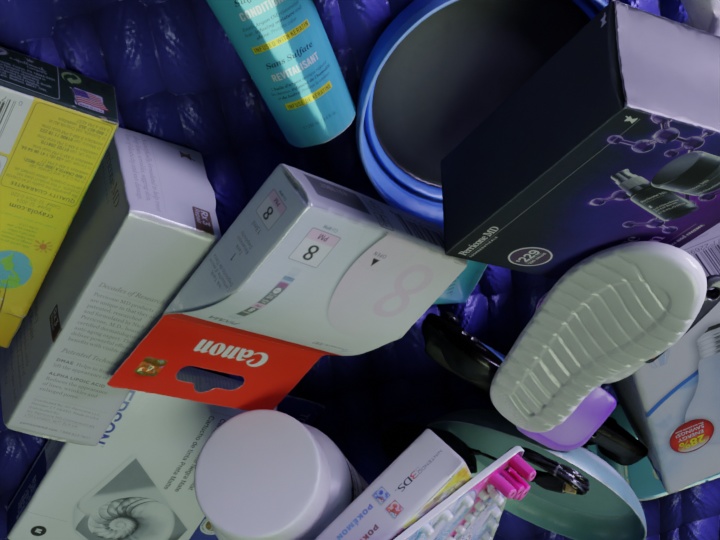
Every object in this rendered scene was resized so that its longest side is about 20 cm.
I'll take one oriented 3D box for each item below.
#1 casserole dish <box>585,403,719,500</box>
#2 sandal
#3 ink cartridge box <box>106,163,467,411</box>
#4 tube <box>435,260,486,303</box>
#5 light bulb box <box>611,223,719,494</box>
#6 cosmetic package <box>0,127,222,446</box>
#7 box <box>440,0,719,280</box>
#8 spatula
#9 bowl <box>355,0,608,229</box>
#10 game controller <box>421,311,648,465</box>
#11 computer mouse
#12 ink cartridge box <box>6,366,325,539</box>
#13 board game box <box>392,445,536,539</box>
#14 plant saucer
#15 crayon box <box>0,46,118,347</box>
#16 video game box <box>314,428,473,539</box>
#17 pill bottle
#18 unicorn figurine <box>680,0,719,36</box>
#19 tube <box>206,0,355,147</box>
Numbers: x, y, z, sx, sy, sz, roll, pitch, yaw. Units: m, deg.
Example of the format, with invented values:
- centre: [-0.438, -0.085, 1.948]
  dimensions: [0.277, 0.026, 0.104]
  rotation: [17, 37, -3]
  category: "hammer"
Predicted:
- centre: [0.301, 0.149, 1.181]
  dimensions: [0.199, 0.039, 0.122]
  rotation: [-19, 132, -1]
  category: "casserole dish"
- centre: [0.155, 0.037, 0.901]
  dimensions: [0.082, 0.050, 0.203]
  rotation: [40, 132, -4]
  category: "sandal"
- centre: [-0.047, 0.034, 0.877]
  dimensions: [0.162, 0.057, 0.200]
  rotation: [18, 116, -47]
  category: "ink cartridge box"
- centre: [0.000, 0.000, 0.959]
  dimensions: [0.199, 0.051, 0.078]
  rotation: [-1, 148, -22]
  category: "tube"
- centre: [0.290, 0.040, 1.029]
  dimensions: [0.197, 0.125, 0.201]
  rotation: [-23, 130, 4]
  category: "light bulb box"
- centre: [-0.174, 0.014, 0.891]
  dimensions: [0.074, 0.102, 0.200]
  rotation: [16, 121, -29]
  category: "cosmetic package"
- centre: [0.159, -0.069, 0.830]
  dimensions: [0.140, 0.079, 0.200]
  rotation: [14, 151, -22]
  category: "box"
- centre: [0.189, 0.066, 0.931]
  dimensions: [0.056, 0.021, 0.200]
  rotation: [30, 130, -15]
  category: "spatula"
- centre: [0.091, -0.115, 0.900]
  dimensions: [0.199, 0.039, 0.201]
  rotation: [-8, 130, -10]
  category: "bowl"
- centre: [0.137, 0.093, 1.031]
  dimensions: [0.199, 0.104, 0.042]
  rotation: [30, 86, -25]
  category: "game controller"
- centre: [0.093, 0.157, 1.048]
  dimensions: [0.059, 0.199, 0.034]
  rotation: [48, 61, -37]
  category: "computer mouse"
- centre: [-0.155, 0.163, 1.060]
  dimensions: [0.199, 0.041, 0.200]
  rotation: [18, 122, -28]
  category: "ink cartridge box"
- centre: [0.042, 0.242, 0.982]
  dimensions: [0.200, 0.026, 0.201]
  rotation: [-32, 150, -29]
  category: "board game box"
- centre: [0.146, 0.167, 1.084]
  dimensions: [0.200, 0.199, 0.028]
  rotation: [47, 63, -39]
  category: "plant saucer"
- centre: [-0.253, -0.048, 0.849]
  dimensions: [0.126, 0.051, 0.200]
  rotation: [18, 121, -27]
  category: "crayon box"
- centre: [0.017, 0.223, 0.996]
  dimensions: [0.182, 0.047, 0.200]
  rotation: [-41, 154, -8]
  category: "video game box"
- centre: [-0.052, 0.183, 1.017]
  dimensions: [0.113, 0.114, 0.200]
  rotation: [-23, 153, 3]
  category: "pill bottle"
- centre: [0.219, -0.178, 0.851]
  dimensions: [0.137, 0.074, 0.201]
  rotation: [-28, 125, -23]
  category: "unicorn figurine"
- centre: [-0.062, -0.169, 0.812]
  dimensions: [0.077, 0.050, 0.201]
  rotation: [-31, 125, -4]
  category: "tube"
